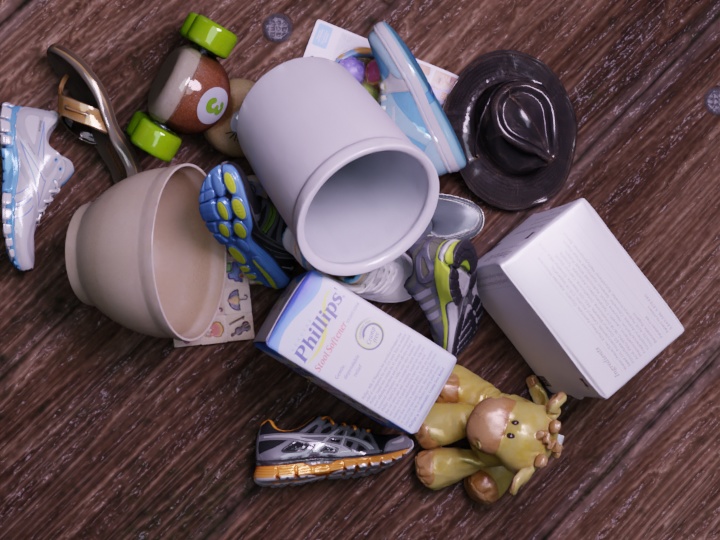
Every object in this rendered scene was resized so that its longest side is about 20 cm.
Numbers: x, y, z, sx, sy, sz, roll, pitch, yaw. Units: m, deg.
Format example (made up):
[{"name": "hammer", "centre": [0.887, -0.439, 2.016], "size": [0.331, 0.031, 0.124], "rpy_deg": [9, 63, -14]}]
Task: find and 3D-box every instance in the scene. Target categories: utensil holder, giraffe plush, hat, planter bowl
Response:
[{"name": "utensil holder", "centre": [-0.032, -0.122, 1.436], "size": [0.169, 0.170, 0.200], "rpy_deg": [-27, 48, -9]}, {"name": "giraffe plush", "centre": [0.171, 0.199, 1.541], "size": [0.199, 0.162, 0.174], "rpy_deg": [0, 87, -8]}, {"name": "hat", "centre": [0.202, -0.176, 1.591], "size": [0.199, 0.081, 0.202], "rpy_deg": [0, 91, -21]}, {"name": "planter bowl", "centre": [-0.253, -0.019, 1.480], "size": [0.134, 0.200, 0.202], "rpy_deg": [-1, 87, 17]}]

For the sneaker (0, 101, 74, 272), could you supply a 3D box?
[{"name": "sneaker", "centre": [-0.380, -0.099, 1.519], "size": [0.086, 0.075, 0.201], "rpy_deg": [-1, 87, -15]}]

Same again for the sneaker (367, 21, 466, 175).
[{"name": "sneaker", "centre": [0.029, -0.185, 1.546], "size": [0.130, 0.080, 0.201], "rpy_deg": [-27, 98, 12]}]

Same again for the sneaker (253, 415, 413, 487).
[{"name": "sneaker", "centre": [-0.033, 0.211, 1.557], "size": [0.199, 0.078, 0.078], "rpy_deg": [-3, 69, -15]}]

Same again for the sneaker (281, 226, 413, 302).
[{"name": "sneaker", "centre": [0.000, 0.000, 1.538], "size": [0.199, 0.081, 0.077], "rpy_deg": [20, 105, -36]}]

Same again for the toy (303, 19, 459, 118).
[{"name": "toy", "centre": [0.022, -0.226, 1.600], "size": [0.199, 0.047, 0.116], "rpy_deg": [22, 83, -8]}]

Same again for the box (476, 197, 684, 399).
[{"name": "box", "centre": [0.247, 0.037, 1.544], "size": [0.131, 0.199, 0.200], "rpy_deg": [-39, 93, -9]}]

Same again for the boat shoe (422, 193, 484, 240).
[{"name": "boat shoe", "centre": [0.060, -0.063, 1.589], "size": [0.199, 0.062, 0.073], "rpy_deg": [2, 87, -9]}]

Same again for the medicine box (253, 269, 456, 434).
[{"name": "medicine box", "centre": [-0.012, 0.094, 1.509], "size": [0.199, 0.182, 0.103], "rpy_deg": [31, 82, -6]}]

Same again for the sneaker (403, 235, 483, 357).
[{"name": "sneaker", "centre": [0.097, 0.032, 1.554], "size": [0.081, 0.201, 0.074], "rpy_deg": [24, 48, 30]}]

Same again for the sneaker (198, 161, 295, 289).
[{"name": "sneaker", "centre": [-0.127, -0.061, 1.514], "size": [0.070, 0.200, 0.083], "rpy_deg": [7, 57, 29]}]

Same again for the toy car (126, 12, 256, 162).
[{"name": "toy car", "centre": [-0.150, -0.183, 1.529], "size": [0.199, 0.158, 0.165], "rpy_deg": [28, 95, -18]}]

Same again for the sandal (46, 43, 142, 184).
[{"name": "sandal", "centre": [-0.323, -0.176, 1.525], "size": [0.054, 0.080, 0.201], "rpy_deg": [-28, 96, -26]}]

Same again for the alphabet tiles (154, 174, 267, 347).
[{"name": "alphabet tiles", "centre": [-0.188, -0.011, 1.576], "size": [0.166, 0.008, 0.201], "rpy_deg": [-6, 88, -10]}]
